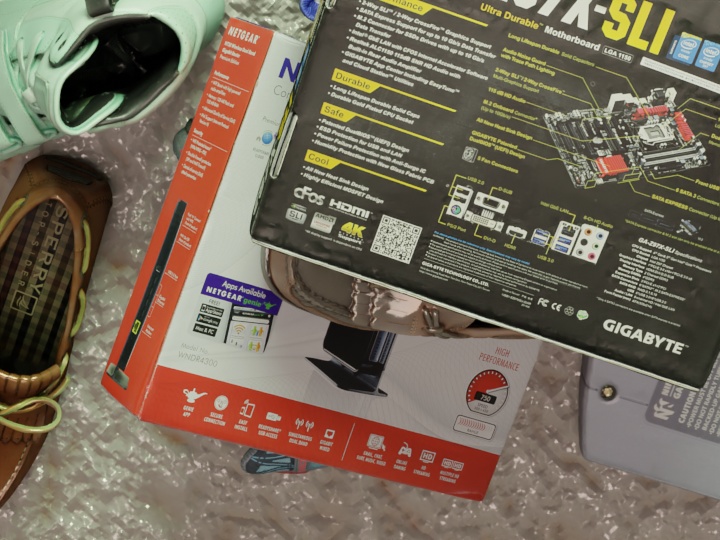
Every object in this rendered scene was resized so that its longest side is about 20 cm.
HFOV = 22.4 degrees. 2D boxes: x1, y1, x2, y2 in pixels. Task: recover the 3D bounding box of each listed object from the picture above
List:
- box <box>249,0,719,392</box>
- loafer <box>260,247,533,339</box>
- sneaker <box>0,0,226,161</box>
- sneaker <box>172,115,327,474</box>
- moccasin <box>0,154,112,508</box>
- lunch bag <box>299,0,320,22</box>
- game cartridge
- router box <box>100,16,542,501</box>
[{"bbox_3d":[0.072,-0.057,0.714,0.199,0.049,0.161,18,112,-4],"label":"box"},{"bbox_3d":[0.055,-0.001,0.814,0.199,0.063,0.072,5,101,-31],"label":"loafer"},{"bbox_3d":[-0.161,-0.088,0.855,0.199,0.118,0.074,-26,109,13],"label":"sneaker"},{"bbox_3d":[-0.061,0.022,0.913,0.095,0.079,0.201,-19,108,12],"label":"sneaker"},{"bbox_3d":[-0.177,0.042,0.926,0.073,0.078,0.202,26,110,-7],"label":"moccasin"},{"bbox_3d":[0.083,-0.125,0.802,0.199,0.170,0.128,29,114,-10],"label":"lunch bag"},{"bbox_3d":[0.188,0.018,0.923,0.132,0.042,0.201,19,110,0],"label":"game cartridge"},{"bbox_3d":[0.000,0.000,0.851,0.199,0.049,0.181,17,96,-32],"label":"router box"}]
